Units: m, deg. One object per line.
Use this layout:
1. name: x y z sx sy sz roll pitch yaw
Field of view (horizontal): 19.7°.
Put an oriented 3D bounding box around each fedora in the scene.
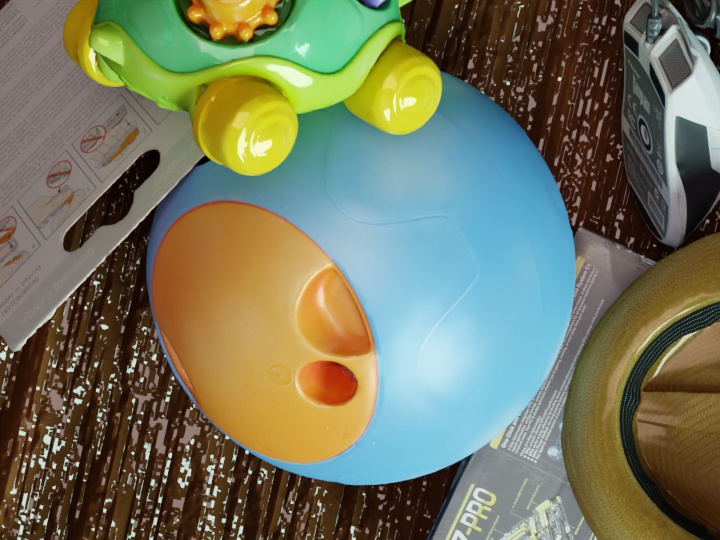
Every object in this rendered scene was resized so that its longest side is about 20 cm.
1. fedora: 0.197 0.076 0.961 0.200 0.082 0.201 -5 76 19

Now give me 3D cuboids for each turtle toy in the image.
1. turtle toy: -0.029 -0.123 0.887 0.200 0.146 0.101 -18 125 -33

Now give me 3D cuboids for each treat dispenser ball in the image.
1. treat dispenser ball: 0.000 0.000 0.975 0.201 0.201 0.201 0 90 5

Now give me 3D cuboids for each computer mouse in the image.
1. computer mouse: 0.153 -0.096 0.986 0.044 0.200 0.110 -17 48 -8

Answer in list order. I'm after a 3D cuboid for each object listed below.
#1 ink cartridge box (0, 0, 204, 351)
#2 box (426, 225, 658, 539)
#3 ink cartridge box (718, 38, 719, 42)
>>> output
1. ink cartridge box: -0.137 -0.063 1.006 0.162 0.050 0.200 -46 47 3
2. box: 0.138 0.100 1.041 0.161 0.049 0.200 24 92 1
3. ink cartridge box: 0.208 -0.143 0.958 0.084 0.200 0.145 -20 88 4
